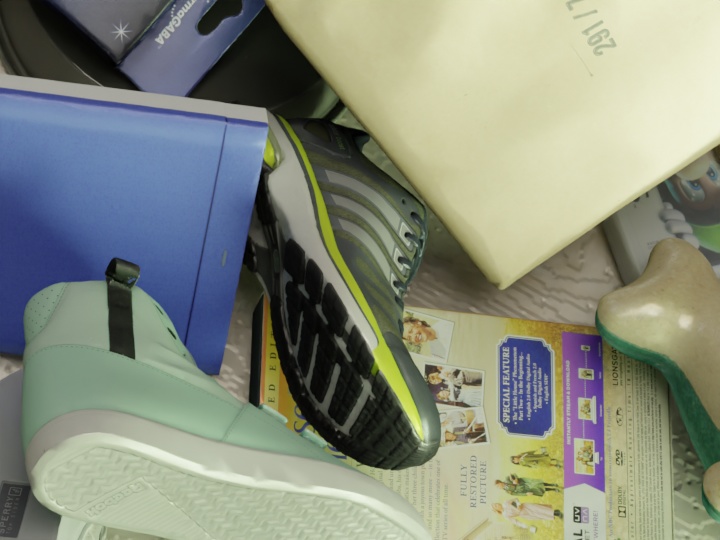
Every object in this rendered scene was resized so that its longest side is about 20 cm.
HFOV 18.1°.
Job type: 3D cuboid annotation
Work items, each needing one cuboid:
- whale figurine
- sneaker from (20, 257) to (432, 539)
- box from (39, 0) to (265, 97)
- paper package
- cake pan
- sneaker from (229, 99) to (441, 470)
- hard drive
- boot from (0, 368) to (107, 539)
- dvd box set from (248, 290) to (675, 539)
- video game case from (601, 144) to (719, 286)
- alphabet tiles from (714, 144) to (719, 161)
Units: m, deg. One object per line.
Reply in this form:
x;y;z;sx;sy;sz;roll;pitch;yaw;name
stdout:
0.194;0.075;1.049;0.200;0.104;0.159;38;47;11;whale figurine
-0.055;0.065;0.961;0.200;0.074;0.118;25;32;-34;sneaker
-0.123;-0.182;1.034;0.200;0.032;0.121;41;83;-9;box
0.077;-0.126;1.018;0.190;0.104;0.200;-35;120;11;paper package
-0.083;-0.144;1.106;0.200;0.037;0.201;5;67;-11;cake pan
0.000;0.000;1.013;0.081;0.074;0.200;-6;54;-26;sneaker
-0.150;-0.022;0.994;0.199;0.132;0.025;7;31;-11;hard drive
-0.144;0.126;0.960;0.073;0.096;0.200;10;32;5;boot
0.046;0.090;1.043;0.199;0.029;0.147;6;67;-12;dvd box set
0.199;-0.087;1.159;0.199;0.023;0.182;-13;72;-18;video game case
0.258;-0.113;1.168;0.199;0.008;0.168;-14;72;-18;alphabet tiles
